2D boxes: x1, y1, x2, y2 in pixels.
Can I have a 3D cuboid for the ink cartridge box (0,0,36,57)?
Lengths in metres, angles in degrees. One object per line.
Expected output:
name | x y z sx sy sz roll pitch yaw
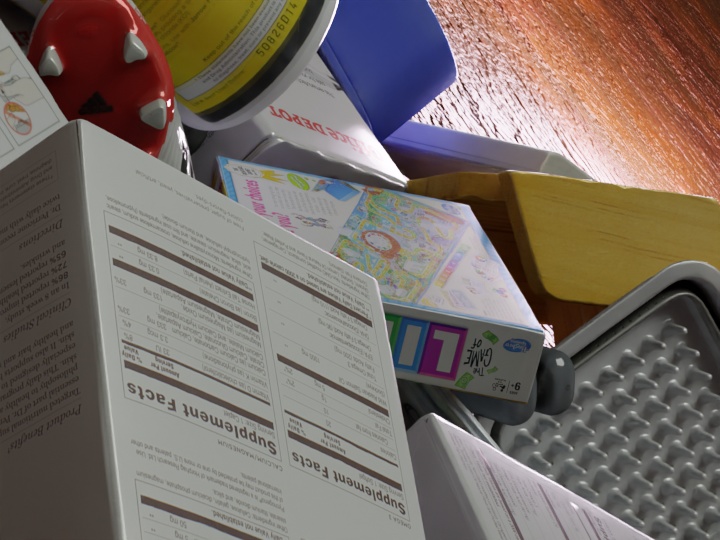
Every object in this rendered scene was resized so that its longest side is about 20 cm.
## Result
ink cartridge box | -0.216 -0.133 1.082 0.200 0.085 0.146 51 20 6

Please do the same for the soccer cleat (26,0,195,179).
soccer cleat | -0.107 -0.046 1.057 0.085 0.068 0.201 -103 179 -56

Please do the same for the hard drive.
hard drive | 0.098 -0.051 1.523 0.132 0.026 0.200 33 -8 -34

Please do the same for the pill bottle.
pill bottle | -0.111 -0.156 1.050 0.200 0.112 0.112 35 22 -34

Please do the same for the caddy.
caddy | -0.030 -0.161 1.464 0.200 0.105 0.141 60 -10 -23

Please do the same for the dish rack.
dish rack | 0.151 0.110 1.237 0.201 0.171 0.044 61 -16 -18

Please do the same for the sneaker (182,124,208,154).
sneaker | -0.159 -0.136 1.183 0.200 0.075 0.116 46 -6 28

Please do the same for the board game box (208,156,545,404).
board game box | 0.000 0.000 1.096 0.134 0.034 0.200 11 16 -10

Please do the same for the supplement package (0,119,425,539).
supplement package | -0.080 0.094 0.745 0.150 0.151 0.201 28 41 -44

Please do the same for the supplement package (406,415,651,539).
supplement package | 0.061 0.187 0.898 0.200 0.152 0.151 31 24 -38

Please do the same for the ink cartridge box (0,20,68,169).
ink cartridge box | -0.149 -0.003 0.929 0.200 0.057 0.163 52 31 -3

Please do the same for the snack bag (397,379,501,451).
snack bag | 0.077 0.136 1.131 0.200 0.021 0.189 53 -10 16

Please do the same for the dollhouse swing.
dollhouse swing | 0.104 0.045 1.338 0.181 0.177 0.200 6 -3 -23

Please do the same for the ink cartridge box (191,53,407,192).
ink cartridge box | -0.083 -0.102 1.303 0.144 0.084 0.200 17 33 -56

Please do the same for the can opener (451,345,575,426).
can opener | 0.024 0.022 1.190 0.053 0.067 0.200 -11 18 -39
